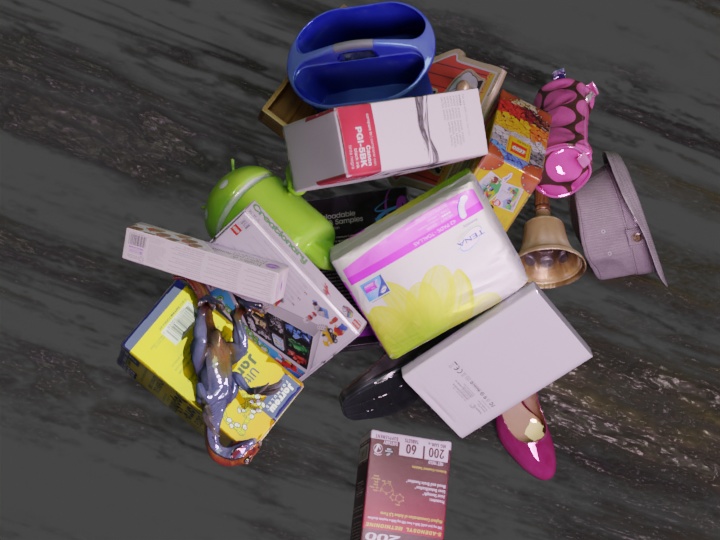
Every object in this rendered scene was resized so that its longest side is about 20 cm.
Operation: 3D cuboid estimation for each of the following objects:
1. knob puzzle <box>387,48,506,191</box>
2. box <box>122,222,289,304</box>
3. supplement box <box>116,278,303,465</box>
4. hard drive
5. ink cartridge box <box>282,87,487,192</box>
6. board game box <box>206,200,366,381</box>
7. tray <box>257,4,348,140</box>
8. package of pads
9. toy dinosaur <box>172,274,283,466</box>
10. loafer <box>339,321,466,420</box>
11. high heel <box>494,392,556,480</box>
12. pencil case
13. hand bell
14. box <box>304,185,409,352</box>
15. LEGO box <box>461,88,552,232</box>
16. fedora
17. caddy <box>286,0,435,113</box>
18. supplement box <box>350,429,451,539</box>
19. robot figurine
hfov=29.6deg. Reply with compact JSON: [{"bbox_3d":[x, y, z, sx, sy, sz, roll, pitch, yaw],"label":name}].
[{"bbox_3d":[0.081,-0.202,1.772,0.030,0.218,0.222,26,65,-40],"label":"knob puzzle"},{"bbox_3d":[-0.182,-0.010,1.587,0.198,0.039,0.042,16,107,15],"label":"box"},{"bbox_3d":[-0.183,0.124,1.637,0.199,0.109,0.110,40,70,0],"label":"supplement box"},{"bbox_3d":[0.167,0.112,1.673,0.132,0.199,0.027,46,20,-29],"label":"hard drive"},{"bbox_3d":[0.030,-0.154,1.610,0.198,0.146,0.084,-12,92,-28],"label":"ink cartridge box"},{"bbox_3d":[-0.103,0.030,1.624,0.200,0.126,0.035,48,32,-7],"label":"board game box"},{"bbox_3d":[-0.042,-0.252,1.830,0.098,0.037,0.201,36,69,-2],"label":"tray"},{"bbox_3d":[0.084,-0.003,1.627,0.199,0.068,0.155,-30,108,5],"label":"package of pads"},{"bbox_3d":[-0.154,0.123,1.561,0.104,0.200,0.184,3,109,-26],"label":"toy dinosaur"},{"bbox_3d":[0.055,0.122,1.733,0.198,0.073,0.072,-26,43,-14],"label":"loafer"},{"bbox_3d":[0.204,0.170,1.731,0.067,0.096,0.202,-26,81,-20],"label":"high heel"},{"bbox_3d":[0.271,-0.181,1.810,0.201,0.093,0.091,-78,146,-52],"label":"pencil case"},{"bbox_3d":[0.244,-0.088,1.841,0.103,0.104,0.202,6,59,-12],"label":"hand bell"},{"bbox_3d":[0.000,0.000,1.734,0.141,0.036,0.203,-7,75,12],"label":"box"},{"bbox_3d":[0.158,-0.102,1.725,0.076,0.201,0.150,25,40,-6],"label":"LEGO box"},{"bbox_3d":[0.331,-0.056,1.810,0.089,0.201,0.178,-21,35,7],"label":"fedora"},{"bbox_3d":[0.006,-0.265,1.734,0.197,0.105,0.143,-5,68,18],"label":"caddy"},{"bbox_3d":[0.046,0.306,1.669,0.107,0.061,0.203,10,72,-12],"label":"supplement box"},{"bbox_3d":[-0.112,-0.049,1.694,0.200,0.115,0.176,40,105,19],"label":"robot figurine"}]
